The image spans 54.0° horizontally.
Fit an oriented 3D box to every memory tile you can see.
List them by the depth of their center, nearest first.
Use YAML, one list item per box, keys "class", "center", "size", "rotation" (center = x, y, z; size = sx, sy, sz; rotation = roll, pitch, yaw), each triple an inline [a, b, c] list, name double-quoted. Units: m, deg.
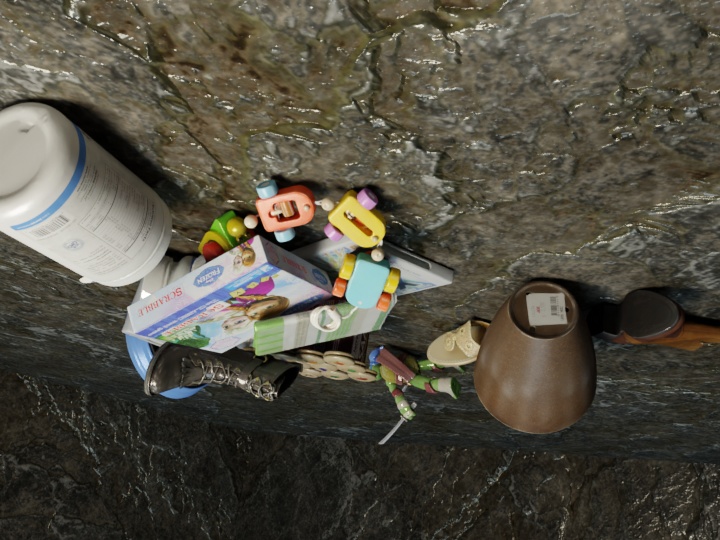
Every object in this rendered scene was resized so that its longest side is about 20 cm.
- class: "memory tile"
  center: [-0.083, 0.156, 1.171]
  size: [0.199, 0.017, 0.153]
  rotation: [1, 159, 22]

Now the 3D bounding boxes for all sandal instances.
- class: "sandal"
  center: [0.203, 0.105, 1.186]
  size: [0.211, 0.078, 0.070]
  rotation: [-7, 136, 24]

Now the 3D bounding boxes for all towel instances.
- class: "towel"
  center: [-0.056, 0.072, 1.012]
  size: [0.199, 0.031, 0.149]
  rotation: [-11, 161, -13]

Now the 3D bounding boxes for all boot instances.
- class: "boot"
  center: [0.455, 0.088, 1.004]
  size: [0.199, 0.069, 0.188]
  rotation: [12, 160, -13]
- class: "boot"
  center: [-0.195, 0.150, 1.040]
  size: [0.174, 0.070, 0.200]
  rotation: [17, -158, 22]

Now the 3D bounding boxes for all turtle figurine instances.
- class: "turtle figurine"
  center: [0.124, 0.238, 1.468]
  size: [0.193, 0.201, 0.144]
  rotation: [-8, -170, 30]

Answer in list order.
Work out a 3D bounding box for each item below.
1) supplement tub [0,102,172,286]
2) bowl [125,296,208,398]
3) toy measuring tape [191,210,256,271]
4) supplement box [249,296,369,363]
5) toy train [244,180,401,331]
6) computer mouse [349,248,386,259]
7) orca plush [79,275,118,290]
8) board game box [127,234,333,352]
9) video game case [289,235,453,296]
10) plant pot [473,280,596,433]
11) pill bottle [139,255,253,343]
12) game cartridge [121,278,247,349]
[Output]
- class: "supplement tub"
  center: [-0.309, -0.074, 0.761]
  size: [0.131, 0.132, 0.200]
  rotation: [2, 160, 17]
- class: "bowl"
  center: [-0.315, 0.117, 1.218]
  size: [0.039, 0.201, 0.200]
  rotation: [-20, 150, 24]
- class: "toy measuring tape"
  center: [-0.183, -0.014, 0.950]
  size: [0.073, 0.074, 0.200]
  rotation: [15, 152, -19]
- class: "supplement box"
  center: [-0.085, 0.102, 1.207]
  size: [0.199, 0.109, 0.061]
  rotation: [0, 158, 26]
- class: "toy train"
  center: [-0.036, -0.031, 0.824]
  size: [0.150, 0.056, 0.200]
  rotation: [-17, 118, 13]
- class: "computer mouse"
  center: [0.011, 0.007, 0.960]
  size: [0.058, 0.034, 0.200]
  rotation: [-18, 163, 0]
- class: "orca plush"
  center: [-0.332, -0.027, 0.941]
  size: [0.071, 0.105, 0.200]
  rotation: [35, -161, -9]
- class: "board game box"
  center: [-0.162, 0.040, 0.931]
  size: [0.200, 0.041, 0.199]
  rotation: [-27, 159, 15]
- class: "video game case"
  center: [0.000, 0.000, 1.011]
  size: [0.182, 0.022, 0.200]
  rotation: [22, 157, -34]
- class: "plant pot"
  center: [0.257, 0.107, 1.018]
  size: [0.186, 0.187, 0.200]
  rotation: [4, 146, 12]
- class: "pill bottle"
  center: [-0.231, 0.041, 1.086]
  size: [0.199, 0.114, 0.114]
  rotation: [13, 161, -14]
- class: "game cartridge"
  center: [-0.271, 0.073, 1.157]
  size: [0.200, 0.134, 0.041]
  rotation: [24, 163, -25]
